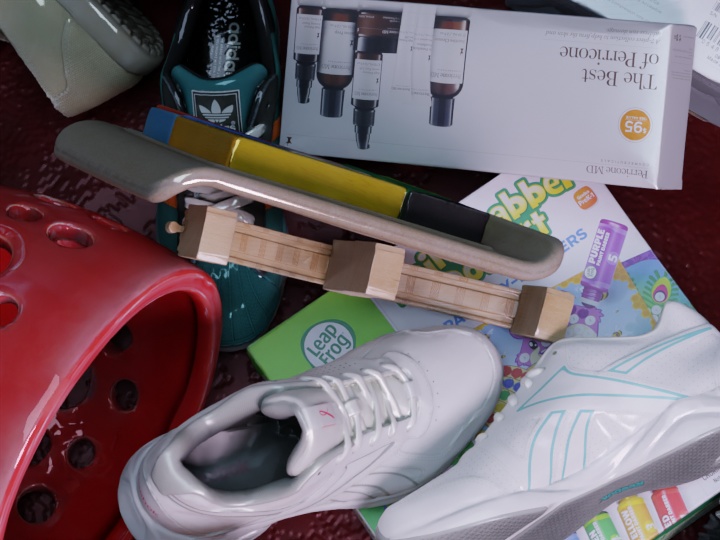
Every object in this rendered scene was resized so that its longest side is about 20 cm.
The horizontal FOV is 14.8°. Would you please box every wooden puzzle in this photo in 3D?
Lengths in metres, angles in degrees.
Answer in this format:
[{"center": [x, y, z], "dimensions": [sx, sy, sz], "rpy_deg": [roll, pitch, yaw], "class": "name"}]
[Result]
[{"center": [-0.026, -0.041, 1.295], "dimensions": [0.199, 0.185, 0.037], "rpy_deg": [11, 95, -23], "class": "wooden puzzle"}]

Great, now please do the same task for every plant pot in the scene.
[{"center": [-0.191, 0.051, 1.341], "dimensions": [0.182, 0.200, 0.201], "rpy_deg": [27, 80, 20], "class": "plant pot"}]

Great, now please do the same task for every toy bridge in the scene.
[{"center": [0.000, 0.000, 1.338], "dimensions": [0.199, 0.067, 0.027], "rpy_deg": [13, 88, -20], "class": "toy bridge"}]

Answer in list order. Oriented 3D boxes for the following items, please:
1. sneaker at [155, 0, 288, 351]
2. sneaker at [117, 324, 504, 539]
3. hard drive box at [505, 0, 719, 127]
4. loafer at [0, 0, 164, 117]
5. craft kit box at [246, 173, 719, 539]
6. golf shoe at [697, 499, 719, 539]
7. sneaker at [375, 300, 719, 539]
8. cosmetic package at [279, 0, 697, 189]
[{"center": [-0.074, -0.062, 1.411], "dimensions": [0.071, 0.080, 0.201], "rpy_deg": [-2, 76, 4], "class": "sneaker"}, {"center": [-0.014, 0.077, 1.310], "dimensions": [0.199, 0.099, 0.078], "rpy_deg": [-25, 81, -17], "class": "sneaker"}, {"center": [0.189, -0.191, 1.423], "dimensions": [0.156, 0.077, 0.200], "rpy_deg": [32, 81, 11], "class": "hard drive box"}, {"center": [-0.190, -0.157, 1.447], "dimensions": [0.200, 0.076, 0.068], "rpy_deg": [45, 100, 18], "class": "loafer"}, {"center": [0.079, 0.065, 1.389], "dimensions": [0.200, 0.049, 0.198], "rpy_deg": [-35, 73, -4], "class": "craft kit box"}, {"center": [0.198, 0.177, 1.336], "dimensions": [0.094, 0.078, 0.200], "rpy_deg": [30, 91, -24], "class": "golf shoe"}, {"center": [0.094, 0.083, 1.333], "dimensions": [0.200, 0.070, 0.080], "rpy_deg": [-23, 67, -8], "class": "sneaker"}, {"center": [0.061, -0.089, 1.374], "dimensions": [0.199, 0.051, 0.083], "rpy_deg": [6, 96, 21], "class": "cosmetic package"}]
